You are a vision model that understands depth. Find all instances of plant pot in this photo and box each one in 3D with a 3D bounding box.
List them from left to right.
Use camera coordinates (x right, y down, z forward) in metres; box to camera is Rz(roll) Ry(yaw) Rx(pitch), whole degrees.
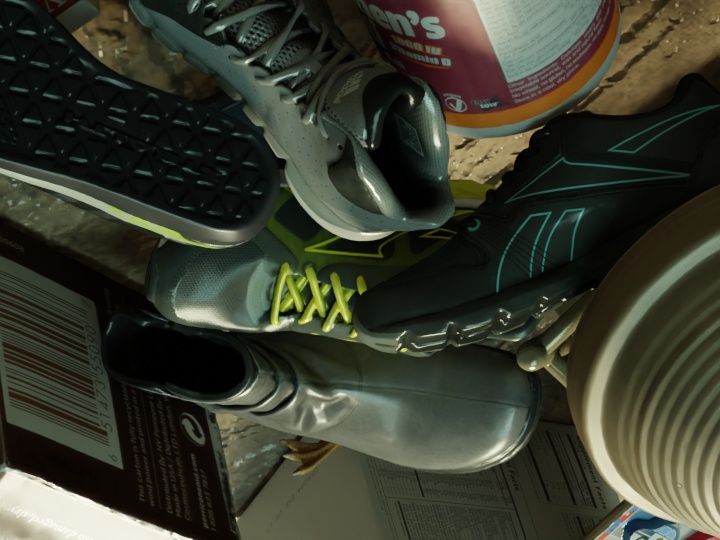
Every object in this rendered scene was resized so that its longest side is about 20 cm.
[{"bbox_3d":[0.198,0.056,0.822,0.201,0.093,0.201,-9,130,-11],"label":"plant pot"}]

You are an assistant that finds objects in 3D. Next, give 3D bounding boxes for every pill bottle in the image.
[{"bbox_3d":[0.038,-0.154,0.801,0.110,0.110,0.200,-22,142,7],"label":"pill bottle"}]

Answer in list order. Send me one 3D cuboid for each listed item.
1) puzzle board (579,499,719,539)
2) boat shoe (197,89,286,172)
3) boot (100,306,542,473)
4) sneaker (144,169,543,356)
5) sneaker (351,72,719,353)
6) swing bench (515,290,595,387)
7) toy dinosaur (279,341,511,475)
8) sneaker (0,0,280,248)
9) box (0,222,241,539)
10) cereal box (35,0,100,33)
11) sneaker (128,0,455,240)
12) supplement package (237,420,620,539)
[{"bbox_3d":[0.203,0.166,1.111,0.151,0.017,0.200,-45,139,13],"label":"puzzle board"},{"bbox_3d":[-0.022,-0.026,0.967,0.062,0.075,0.200,-24,140,7],"label":"boat shoe"},{"bbox_3d":[-0.023,0.059,0.944,0.200,0.070,0.132,1,171,32],"label":"boot"},{"bbox_3d":[0.000,0.000,0.896,0.200,0.085,0.074,-7,125,-21],"label":"sneaker"},{"bbox_3d":[0.085,-0.022,0.849,0.200,0.079,0.075,-21,173,-5],"label":"sneaker"},{"bbox_3d":[0.196,-0.010,0.980,0.130,0.200,0.199,44,108,-7],"label":"swing bench"},{"bbox_3d":[-0.006,0.066,1.100,0.200,0.060,0.106,17,130,-36],"label":"toy dinosaur"},{"bbox_3d":[-0.129,-0.058,0.816,0.200,0.072,0.083,30,163,-18],"label":"sneaker"},{"bbox_3d":[-0.198,0.109,0.996,0.200,0.166,0.164,-36,138,24],"label":"box"},{"bbox_3d":[-0.224,-0.134,0.788,0.144,0.040,0.200,-30,140,17],"label":"cereal box"},{"bbox_3d":[-0.022,-0.094,0.801,0.075,0.115,0.200,-45,110,-13],"label":"sneaker"},{"bbox_3d":[0.052,0.190,1.199,0.200,0.151,0.152,10,134,-31],"label":"supplement package"}]
